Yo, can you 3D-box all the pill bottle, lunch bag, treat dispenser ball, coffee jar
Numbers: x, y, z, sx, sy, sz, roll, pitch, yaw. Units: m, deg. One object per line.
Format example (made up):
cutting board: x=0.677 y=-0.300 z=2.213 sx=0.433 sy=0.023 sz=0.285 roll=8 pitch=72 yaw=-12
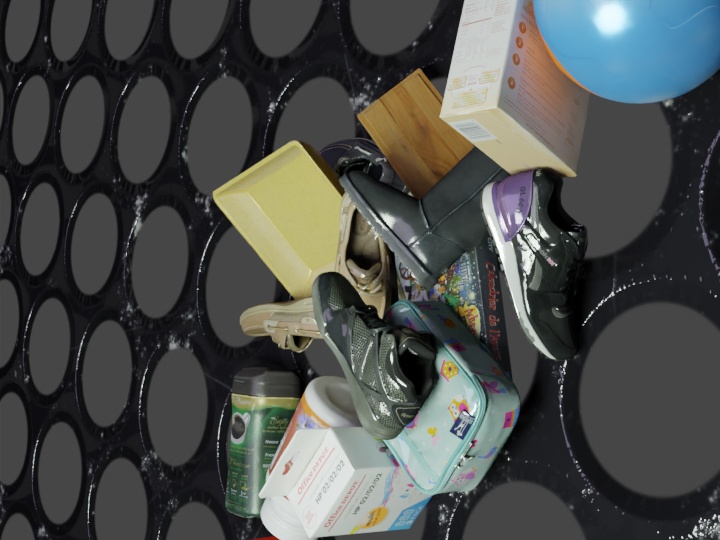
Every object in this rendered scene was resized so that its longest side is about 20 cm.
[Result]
pill bottle: x=-0.052 y=0.244 z=1.388 sx=0.112 sy=0.111 sz=0.201 roll=46 pitch=120 yaw=43
lunch bag: x=0.078 y=0.142 z=1.211 sx=0.200 sy=0.077 sz=0.161 roll=52 pitch=123 yaw=41
treat dispenser ball: x=0.259 y=-0.256 z=1.011 sx=0.200 sy=0.199 sz=0.203 roll=-9 pitch=78 yaw=49
coffee jar: x=-0.132 y=0.233 z=1.505 sx=0.104 sy=0.085 sz=0.202 roll=-3 pitch=83 yaw=60

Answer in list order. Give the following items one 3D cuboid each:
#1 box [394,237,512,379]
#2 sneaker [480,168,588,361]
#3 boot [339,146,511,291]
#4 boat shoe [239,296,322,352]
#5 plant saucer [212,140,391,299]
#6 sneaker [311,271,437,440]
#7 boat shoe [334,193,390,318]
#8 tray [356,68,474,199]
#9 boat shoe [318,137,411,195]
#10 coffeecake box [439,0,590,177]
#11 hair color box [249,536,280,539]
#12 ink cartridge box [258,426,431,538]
box: x=0.105 y=0.054 z=1.281 sx=0.136 sy=0.037 sz=0.202 roll=-21 pitch=69 yaw=47
sneaker: x=0.196 y=-0.004 z=1.119 sx=0.087 sy=0.076 sz=0.202 roll=-17 pitch=100 yaw=33
boot: x=0.098 y=-0.102 z=1.205 sx=0.200 sy=0.066 sz=0.165 roll=-42 pitch=78 yaw=6
boat shoe: x=-0.097 y=0.078 z=1.495 sx=0.199 sy=0.071 sz=0.065 roll=-13 pitch=75 yaw=47
plant saucer: x=-0.070 y=-0.068 z=1.437 sx=0.199 sy=0.049 sz=0.200 roll=-24 pitch=109 yaw=46
sneaker: x=0.020 y=0.067 z=1.177 sx=0.114 sy=0.076 sz=0.201 roll=-47 pitch=55 yaw=34
boat shoe: x=0.000 y=0.000 z=1.337 sx=0.065 sy=0.070 sz=0.202 roll=-88 pitch=-5 yaw=-69
tray: x=0.082 y=-0.146 z=1.303 sx=0.098 sy=0.037 sz=0.201 roll=-36 pitch=54 yaw=5
boat shoe: x=-0.005 y=-0.135 z=1.420 sx=0.199 sy=0.062 sz=0.073 roll=20 pitch=100 yaw=50
coffeecake box: x=0.168 y=-0.215 z=1.111 sx=0.073 sy=0.153 sz=0.202 roll=-3 pitch=67 yaw=42
hair color box: x=-0.112 y=0.462 z=1.422 sx=0.111 sy=0.063 sz=0.202 roll=-148 pitch=59 yaw=-63
ink cartridge box: x=-0.004 y=0.242 z=1.261 sx=0.068 sy=0.199 sz=0.116 roll=53 pitch=124 yaw=39
